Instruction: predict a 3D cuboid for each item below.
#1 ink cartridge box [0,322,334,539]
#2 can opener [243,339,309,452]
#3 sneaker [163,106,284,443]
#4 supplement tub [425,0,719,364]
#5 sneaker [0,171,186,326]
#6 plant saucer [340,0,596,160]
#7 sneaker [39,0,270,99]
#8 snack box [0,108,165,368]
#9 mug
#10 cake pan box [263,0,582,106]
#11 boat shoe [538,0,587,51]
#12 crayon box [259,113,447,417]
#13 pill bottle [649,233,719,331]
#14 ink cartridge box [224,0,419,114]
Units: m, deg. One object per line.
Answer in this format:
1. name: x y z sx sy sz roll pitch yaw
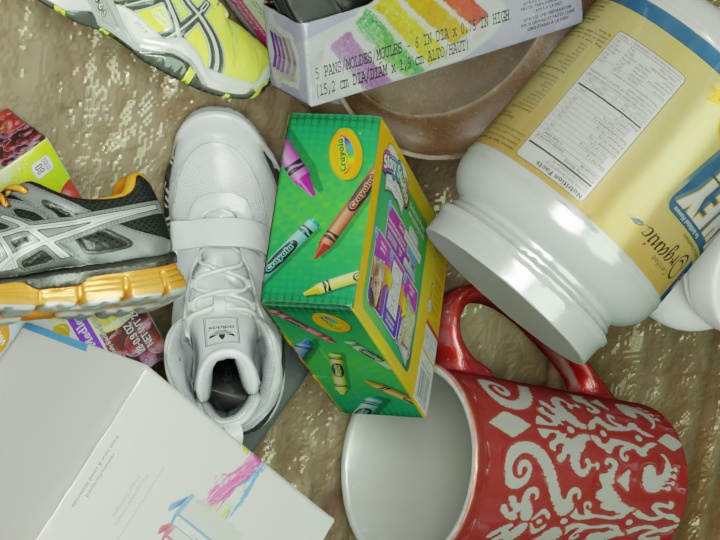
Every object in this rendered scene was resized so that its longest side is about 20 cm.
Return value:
1. ink cartridge box: -0.126 0.143 1.680 0.200 0.128 0.125 42 73 -38
2. can opener: -0.099 0.105 1.820 0.200 0.053 0.066 -51 126 -5
3. sneaker: -0.078 0.007 1.734 0.075 0.115 0.200 -3 99 0
4. supplement tub: 0.148 -0.060 1.729 0.200 0.145 0.145 -50 126 -5
5. sneaker: -0.196 -0.010 1.627 0.200 0.078 0.077 -4 82 -25
6. plant saucer: 0.055 -0.164 1.732 0.200 0.034 0.201 -15 117 -30
7. sneaker: -0.118 -0.160 1.690 0.200 0.075 0.077 28 93 -38
8. snack box: -0.233 0.035 1.698 0.200 0.068 0.169 -37 123 -13
9. mug: 0.112 0.113 1.912 0.200 0.133 0.178 9 106 -38
10. cake pan box: 0.029 -0.203 1.645 0.200 0.052 0.185 -17 117 -28
11. boat shoe: 0.130 -0.161 1.823 0.069 0.072 0.200 -12 114 -72
12. crayon box: 0.000 0.000 1.754 0.200 0.058 0.119 58 38 -65
13. pill bottle: 0.198 -0.030 1.862 0.120 0.200 0.120 -12 114 -28
14. ink cartridge box: -0.011 -0.208 1.739 0.165 0.075 0.200 -46 127 -10
